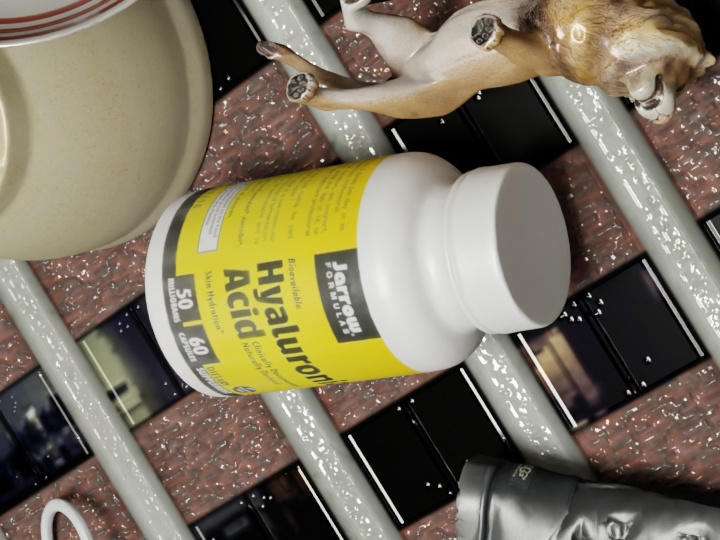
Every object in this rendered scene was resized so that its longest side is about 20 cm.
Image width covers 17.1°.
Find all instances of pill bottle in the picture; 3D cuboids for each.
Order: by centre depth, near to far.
[{"bbox_3d":[0.000,0.000,1.211,0.200,0.111,0.111,-10,100,31],"label":"pill bottle"}]

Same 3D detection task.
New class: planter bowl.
[{"bbox_3d":[-0.197,-0.092,1.281,0.200,0.135,0.201,9,109,26],"label":"planter bowl"}]

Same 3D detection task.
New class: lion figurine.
[{"bbox_3d":[0.060,-0.106,1.153,0.200,0.122,0.073,-3,78,38],"label":"lion figurine"}]

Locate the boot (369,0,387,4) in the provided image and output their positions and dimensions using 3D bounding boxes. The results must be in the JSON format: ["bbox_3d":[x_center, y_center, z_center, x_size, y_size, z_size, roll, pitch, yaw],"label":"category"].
[{"bbox_3d":[0.050,-0.245,1.151,0.188,0.068,0.200,-12,92,39],"label":"boot"}]

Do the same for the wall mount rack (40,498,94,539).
[{"bbox_3d":[-0.201,0.234,1.423,0.174,0.074,0.200,10,111,54],"label":"wall mount rack"}]

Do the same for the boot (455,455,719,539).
[{"bbox_3d":[0.148,0.184,1.220,0.200,0.066,0.165,8,116,20],"label":"boot"}]

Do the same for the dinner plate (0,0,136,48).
[{"bbox_3d":[-0.173,-0.187,1.228,0.200,0.200,0.024,23,151,22],"label":"dinner plate"}]
